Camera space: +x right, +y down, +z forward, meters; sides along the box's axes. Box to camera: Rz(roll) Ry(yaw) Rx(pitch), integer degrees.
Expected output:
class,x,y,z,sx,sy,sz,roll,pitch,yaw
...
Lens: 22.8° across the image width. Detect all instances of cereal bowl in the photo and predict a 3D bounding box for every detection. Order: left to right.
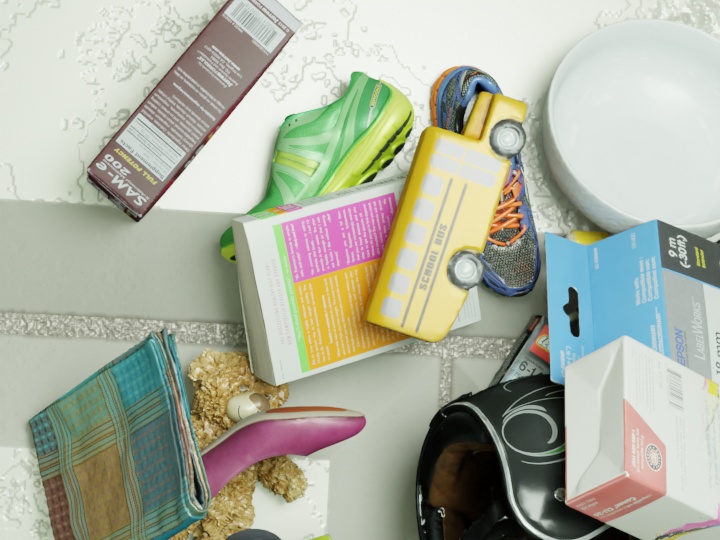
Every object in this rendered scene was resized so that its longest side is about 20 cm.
class,x,y,z,sx,sy,sz,roll,pitch,yaw
cereal bowl,0.243,-0.105,1.488,0.198,0.083,0.202,4,64,-7

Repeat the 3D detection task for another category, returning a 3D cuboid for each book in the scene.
class,x,y,z,sx,sy,sz,roll,pitch,yaw
book,0.000,0.000,1.443,0.199,0.048,0.135,-15,106,-25

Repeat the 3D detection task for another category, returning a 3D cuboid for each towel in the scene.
class,x,y,z,sx,sy,sz,roll,pitch,yaw
towel,-0.190,0.148,1.371,0.022,0.199,0.148,1,67,-42

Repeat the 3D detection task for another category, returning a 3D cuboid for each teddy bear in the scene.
class,x,y,z,sx,sy,sz,roll,pitch,yaw
teddy bear,-0.117,0.166,1.449,0.145,0.067,0.201,38,84,-8

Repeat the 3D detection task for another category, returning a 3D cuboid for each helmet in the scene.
class,x,y,z,sx,sy,sz,roll,pitch,yaw
helmet,0.157,0.180,1.390,0.189,0.200,0.202,4,88,-27

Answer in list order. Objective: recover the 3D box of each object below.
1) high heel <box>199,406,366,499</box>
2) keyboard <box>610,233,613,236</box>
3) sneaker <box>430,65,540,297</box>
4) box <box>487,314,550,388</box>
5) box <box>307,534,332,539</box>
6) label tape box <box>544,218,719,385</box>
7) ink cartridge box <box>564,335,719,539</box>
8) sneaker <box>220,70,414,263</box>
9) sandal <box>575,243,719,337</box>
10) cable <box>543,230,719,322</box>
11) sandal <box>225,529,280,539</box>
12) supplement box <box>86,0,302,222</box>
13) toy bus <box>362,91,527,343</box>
class,x,y,z,sx,sy,sz,roll,pitch,yaw
high heel,-0.089,0.161,1.392,0.198,0.067,0.097,-9,91,7
keyboard,0.274,0.050,1.543,0.056,0.011,0.200,-40,95,-13
sneaker,0.105,-0.075,1.483,0.075,0.078,0.202,-17,91,-8
box,0.193,0.149,1.510,0.199,0.040,0.138,34,84,-6
box,-0.082,0.293,1.441,0.198,0.048,0.123,-15,114,-9
label tape box,0.244,0.042,1.389,0.199,0.063,0.145,20,50,-23
ink cartridge box,0.242,0.144,1.305,0.199,0.067,0.117,27,50,-28
sneaker,-0.043,-0.082,1.474,0.200,0.074,0.084,-44,70,-4
sandal,0.271,0.040,1.496,0.199,0.043,0.077,-26,114,-23
cable,0.251,-0.002,1.510,0.198,0.050,0.098,-15,90,-14
sandal,-0.091,0.300,1.383,0.075,0.043,0.202,-4,112,-13
supplement box,-0.136,-0.134,1.433,0.061,0.109,0.200,40,84,-6
toy bus,0.069,-0.044,1.408,0.078,0.065,0.202,18,88,-3
